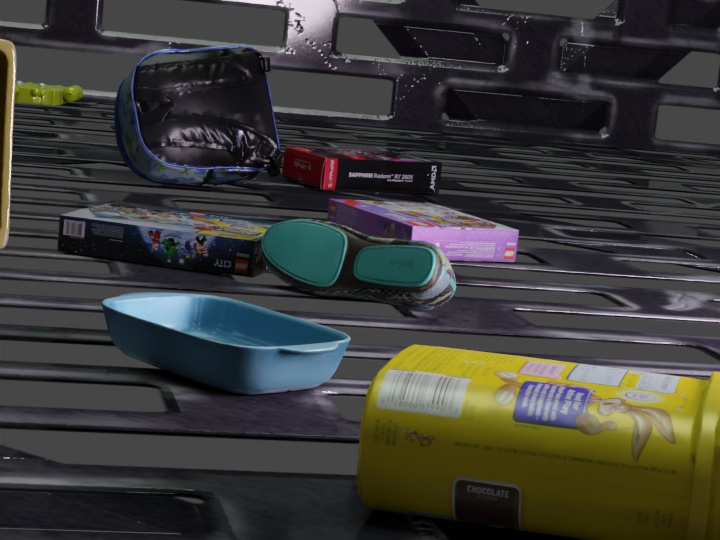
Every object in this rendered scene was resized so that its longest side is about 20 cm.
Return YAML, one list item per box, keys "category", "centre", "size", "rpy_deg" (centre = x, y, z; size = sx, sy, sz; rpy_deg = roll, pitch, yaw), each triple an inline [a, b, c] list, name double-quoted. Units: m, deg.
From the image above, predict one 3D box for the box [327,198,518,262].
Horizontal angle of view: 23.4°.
- category: "box"
  centre: [0.066, -0.046, 1.954]
  size: [0.137, 0.039, 0.200]
  rpy_deg: [2, 10, -28]

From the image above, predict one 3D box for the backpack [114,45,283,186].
- category: "backpack"
  centre: [-0.228, -0.199, 2.320]
  size: [0.200, 0.183, 0.147]
  rpy_deg: [-3, -11, -29]

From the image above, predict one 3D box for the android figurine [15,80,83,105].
- category: "android figurine"
  centre: [-0.649, -0.356, 3.464]
  size: [0.182, 0.041, 0.200]
  rpy_deg: [6, 7, 2]

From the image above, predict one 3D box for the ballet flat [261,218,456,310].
- category: "ballet flat"
  centre: [0.000, 0.000, 1.587]
  size: [0.200, 0.074, 0.074]
  rpy_deg: [14, 12, 34]

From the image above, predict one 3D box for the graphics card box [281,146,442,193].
- category: "graphics card box"
  centre: [0.003, -0.145, 2.510]
  size: [0.200, 0.051, 0.125]
  rpy_deg: [2, 9, -30]

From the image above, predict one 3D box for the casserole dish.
- category: "casserole dish"
  centre: [-0.098, 0.051, 1.235]
  size: [0.121, 0.039, 0.200]
  rpy_deg: [-4, 12, -45]

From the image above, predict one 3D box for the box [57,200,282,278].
- category: "box"
  centre: [-0.179, -0.032, 1.711]
  size: [0.199, 0.038, 0.137]
  rpy_deg: [8, 9, 13]

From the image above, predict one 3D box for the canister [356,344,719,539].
- category: "canister"
  centre: [0.110, 0.095, 0.943]
  size: [0.199, 0.087, 0.149]
  rpy_deg: [7, 9, 13]

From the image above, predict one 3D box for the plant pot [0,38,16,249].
- category: "plant pot"
  centre: [-0.447, -0.121, 1.664]
  size: [0.194, 0.196, 0.200]
  rpy_deg: [2, 1, -22]
